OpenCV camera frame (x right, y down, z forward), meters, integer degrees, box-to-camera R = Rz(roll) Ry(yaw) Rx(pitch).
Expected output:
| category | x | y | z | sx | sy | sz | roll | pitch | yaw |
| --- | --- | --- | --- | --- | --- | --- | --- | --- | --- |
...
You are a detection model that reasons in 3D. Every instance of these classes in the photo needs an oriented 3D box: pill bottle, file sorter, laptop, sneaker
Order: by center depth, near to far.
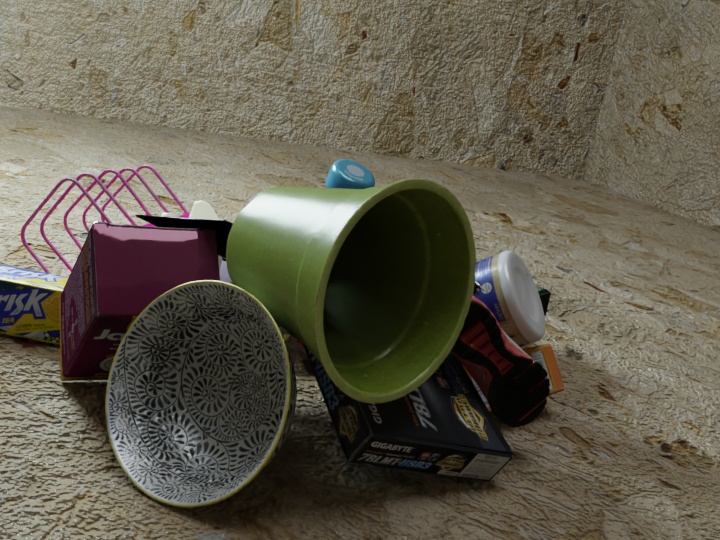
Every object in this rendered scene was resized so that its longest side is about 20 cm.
| category | x | y | z | sx | sy | sz | roll | pitch | yaw |
| --- | --- | --- | --- | --- | --- | --- | --- | --- | --- |
| sneaker | 0.143 | 0.087 | 1.013 | 0.201 | 0.073 | 0.087 | 53 | 4 | -27 |
| laptop | -0.110 | -0.067 | 1.041 | 0.186 | 0.117 | 0.200 | 7 | 40 | 47 |
| pill bottle | 0.125 | 0.063 | 1.182 | 0.199 | 0.121 | 0.120 | -22 | 1 | 24 |
| file sorter | -0.356 | -0.062 | 1.298 | 0.126 | 0.139 | 0.200 | 49 | 22 | 5 |

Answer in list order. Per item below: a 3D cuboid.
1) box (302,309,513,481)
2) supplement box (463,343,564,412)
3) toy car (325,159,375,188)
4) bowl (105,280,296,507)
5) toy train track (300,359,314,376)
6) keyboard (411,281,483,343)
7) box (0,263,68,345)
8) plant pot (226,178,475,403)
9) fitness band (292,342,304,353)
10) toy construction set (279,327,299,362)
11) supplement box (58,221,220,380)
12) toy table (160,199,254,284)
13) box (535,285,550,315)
| category | x | y | z | sx | sy | sz | roll | pitch | yaw |
| --- | --- | --- | --- | --- | --- | --- | --- | --- | --- |
| box | 0.042 | 0.120 | 0.964 | 0.197 | 0.050 | 0.201 | 19 | 31 | -37 |
| supplement box | 0.167 | 0.139 | 1.132 | 0.199 | 0.070 | 0.066 | -3 | -17 | -45 |
| toy car | 0.000 | 0.000 | 1.164 | 0.175 | 0.185 | 0.201 | 19 | 33 | -16 |
| bowl | -0.131 | 0.118 | 0.856 | 0.199 | 0.203 | 0.094 | 19 | -5 | 28 |
| toy train track | -0.036 | 0.092 | 1.044 | 0.114 | 0.033 | 0.200 | 2 | 34 | -33 |
| keyboard | 0.066 | 0.016 | 0.974 | 0.126 | 0.021 | 0.201 | -28 | 27 | 14 |
| box | -0.385 | 0.043 | 1.112 | 0.198 | 0.071 | 0.064 | 11 | 12 | -1 |
| plant pot | -0.025 | -0.004 | 0.864 | 0.199 | 0.202 | 0.189 | -3 | 17 | -43 |
| fitness band | -0.099 | 0.036 | 1.258 | 0.144 | 0.037 | 0.200 | 52 | 18 | 0 |
| toy construction set | -0.124 | 0.095 | 1.011 | 0.130 | 0.093 | 0.200 | -24 | 8 | -11 |
| supplement box | -0.238 | 0.039 | 0.973 | 0.130 | 0.104 | 0.200 | 3 | -26 | -27 |
| toy table | -0.203 | -0.015 | 1.288 | 0.116 | 0.185 | 0.201 | 8 | 47 | 12 |
| box | 0.151 | 0.031 | 1.360 | 0.199 | 0.048 | 0.192 | 21 | 17 | 36 |
